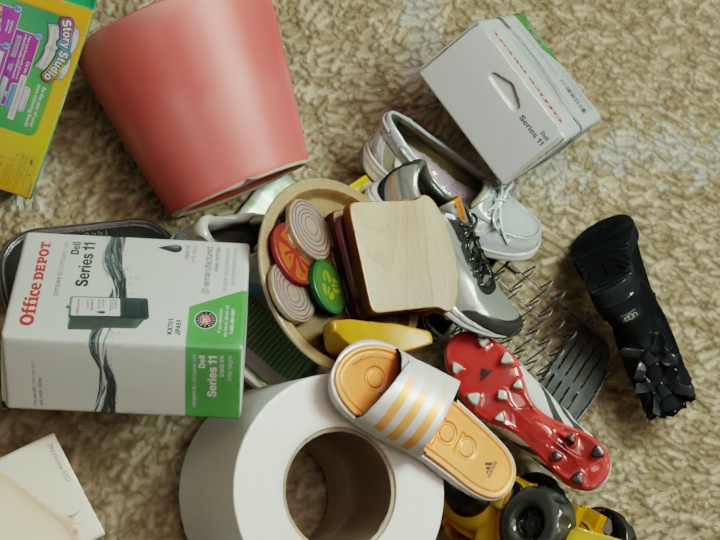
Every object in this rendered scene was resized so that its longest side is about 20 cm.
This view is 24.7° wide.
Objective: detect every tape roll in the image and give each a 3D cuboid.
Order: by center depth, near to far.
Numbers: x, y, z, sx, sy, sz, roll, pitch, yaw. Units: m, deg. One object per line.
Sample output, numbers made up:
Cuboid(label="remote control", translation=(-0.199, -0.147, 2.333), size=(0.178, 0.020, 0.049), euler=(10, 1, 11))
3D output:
Cuboid(label="tape roll", translation=(-0.045, 0.196, 1.453), size=(0.202, 0.139, 0.204), euler=(5, 79, -26))

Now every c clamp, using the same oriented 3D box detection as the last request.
Cuboid(label="c clamp", translation=(-0.251, 0.033, 1.506), size=(0.199, 0.027, 0.172), euler=(-12, 66, -17))

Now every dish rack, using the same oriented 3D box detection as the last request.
Cuboid(label="dish rack", translation=(0.163, 0.065, 1.651), size=(0.200, 0.055, 0.154), euler=(40, 63, -4))

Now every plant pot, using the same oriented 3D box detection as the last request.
Cuboid(label="plant pot", translation=(-0.145, -0.157, 1.541), size=(0.200, 0.200, 0.178), euler=(-23, 91, -27))

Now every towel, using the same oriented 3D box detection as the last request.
Cuboid(label="towel", translation=(-0.079, 0.016, 1.589), size=(0.152, 0.023, 0.200), euler=(39, 62, -4))

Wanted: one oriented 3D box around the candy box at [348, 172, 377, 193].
Cuboid(label="candy box", translation=(0.005, -0.033, 1.580), size=(0.102, 0.026, 0.200), euler=(54, 31, -2))

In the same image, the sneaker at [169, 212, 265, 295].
Cuboid(label="sneaker", translation=(-0.078, -0.016, 1.536), size=(0.199, 0.087, 0.075), euler=(3, 63, -29))

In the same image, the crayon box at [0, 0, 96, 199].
Cuboid(label="crayon box", translation=(-0.320, -0.175, 1.468), size=(0.118, 0.201, 0.058), euler=(17, 27, -15))

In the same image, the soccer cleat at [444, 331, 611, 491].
Cuboid(label="soccer cleat", translation=(0.158, 0.138, 1.576), size=(0.200, 0.085, 0.069), euler=(41, 84, 12))

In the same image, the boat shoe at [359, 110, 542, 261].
Cuboid(label="boat shoe", translation=(0.095, -0.081, 1.613), size=(0.202, 0.065, 0.075), euler=(35, 47, 0))

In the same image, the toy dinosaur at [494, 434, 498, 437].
Cuboid(label="toy dinosaur", translation=(0.039, 0.122, 1.540), size=(0.200, 0.101, 0.058), euler=(35, 82, -1))

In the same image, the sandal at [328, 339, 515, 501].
Cuboid(label="sandal", translation=(0.067, 0.126, 1.407), size=(0.206, 0.059, 0.079), euler=(35, 66, -20))

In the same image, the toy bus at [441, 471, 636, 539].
Cuboid(label="toy bus", translation=(0.139, 0.281, 1.515), size=(0.135, 0.200, 0.193), euler=(22, 93, -45))

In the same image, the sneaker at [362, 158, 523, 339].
Cuboid(label="sneaker", translation=(0.088, -0.018, 1.562), size=(0.200, 0.079, 0.074), euler=(50, 27, 0))

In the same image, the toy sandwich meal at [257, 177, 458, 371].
Cuboid(label="toy sandwich meal", translation=(0.000, 0.000, 1.458), size=(0.204, 0.070, 0.206), euler=(19, 60, -36))

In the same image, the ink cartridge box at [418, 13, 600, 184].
Cuboid(label="ink cartridge box", translation=(0.153, -0.176, 1.658), size=(0.147, 0.083, 0.200), euler=(54, 20, 3))

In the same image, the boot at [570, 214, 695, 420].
Cuboid(label="boot", translation=(0.283, 0.048, 1.682), size=(0.073, 0.198, 0.163), euler=(-25, 110, 14))

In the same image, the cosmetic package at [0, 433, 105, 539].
Cuboid(label="cosmetic package", translation=(-0.329, 0.230, 1.383), size=(0.199, 0.073, 0.104), euler=(-27, 83, -27))

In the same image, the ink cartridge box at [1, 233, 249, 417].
Cuboid(label="ink cartridge box", translation=(-0.197, 0.045, 1.403), size=(0.199, 0.083, 0.147), euler=(2, 38, -3))
